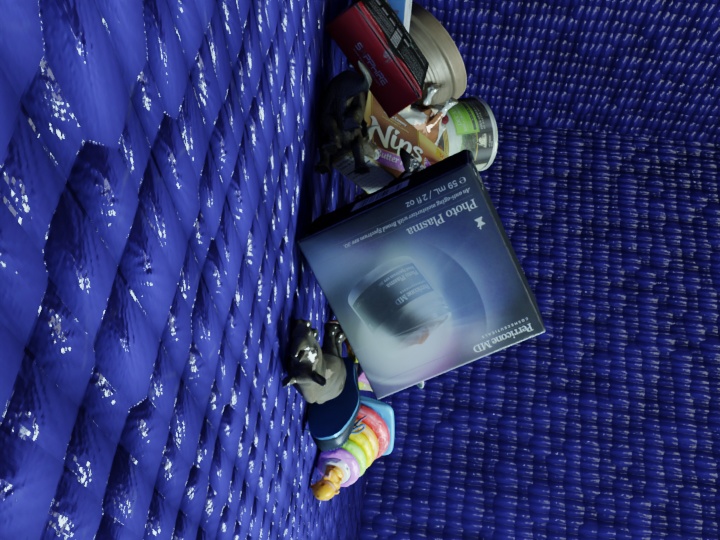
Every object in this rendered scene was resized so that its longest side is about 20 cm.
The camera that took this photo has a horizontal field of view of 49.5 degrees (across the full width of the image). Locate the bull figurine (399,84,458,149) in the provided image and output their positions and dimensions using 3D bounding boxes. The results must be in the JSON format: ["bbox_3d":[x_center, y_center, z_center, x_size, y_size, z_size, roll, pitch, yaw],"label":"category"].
[{"bbox_3d":[0.087,-0.250,1.300,0.065,0.200,0.121,56,-45,30],"label":"bull figurine"}]

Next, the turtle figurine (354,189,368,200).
[{"bbox_3d":[0.022,-0.122,1.193,0.200,0.064,0.161,7,-70,55],"label":"turtle figurine"}]

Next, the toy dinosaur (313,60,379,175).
[{"bbox_3d":[-0.020,-0.172,0.871,0.200,0.077,0.102,77,7,-61],"label":"toy dinosaur"}]

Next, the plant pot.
[{"bbox_3d":[0.081,-0.354,1.342,0.093,0.201,0.201,-41,163,-12],"label":"plant pot"}]

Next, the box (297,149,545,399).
[{"bbox_3d":[0.070,0.003,0.856,0.199,0.200,0.123,63,13,-11],"label":"box"}]

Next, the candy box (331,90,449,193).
[{"bbox_3d":[0.057,-0.142,1.075,0.056,0.200,0.117,-27,-140,39],"label":"candy box"}]

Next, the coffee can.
[{"bbox_3d":[0.136,-0.246,1.476,0.146,0.200,0.147,43,-41,53],"label":"coffee can"}]

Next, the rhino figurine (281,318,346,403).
[{"bbox_3d":[-0.049,0.098,0.839,0.200,0.060,0.088,66,28,-78],"label":"rhino figurine"}]

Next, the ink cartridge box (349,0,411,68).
[{"bbox_3d":[0.034,-0.381,1.098,0.136,0.076,0.200,-62,160,-79],"label":"ink cartridge box"}]

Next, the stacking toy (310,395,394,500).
[{"bbox_3d":[-0.026,0.294,1.226,0.200,0.116,0.110,-53,148,-58],"label":"stacking toy"}]

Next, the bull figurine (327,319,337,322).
[{"bbox_3d":[0.000,0.000,1.109,0.121,0.065,0.200,149,-50,-76],"label":"bull figurine"}]

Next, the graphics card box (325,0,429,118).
[{"bbox_3d":[0.026,-0.268,0.938,0.126,0.051,0.200,52,22,-17],"label":"graphics card box"}]

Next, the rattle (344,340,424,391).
[{"bbox_3d":[0.038,0.136,1.317,0.143,0.130,0.200,-68,-170,-25],"label":"rattle"}]

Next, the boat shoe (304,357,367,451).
[{"bbox_3d":[-0.025,0.194,1.091,0.200,0.084,0.069,-68,152,-65],"label":"boat shoe"}]

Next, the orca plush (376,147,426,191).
[{"bbox_3d":[-0.002,-0.071,0.993,0.200,0.071,0.105,-59,155,4],"label":"orca plush"}]

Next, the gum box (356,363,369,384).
[{"bbox_3d":[0.053,0.064,1.165,0.114,0.066,0.200,120,-17,-62],"label":"gum box"}]
